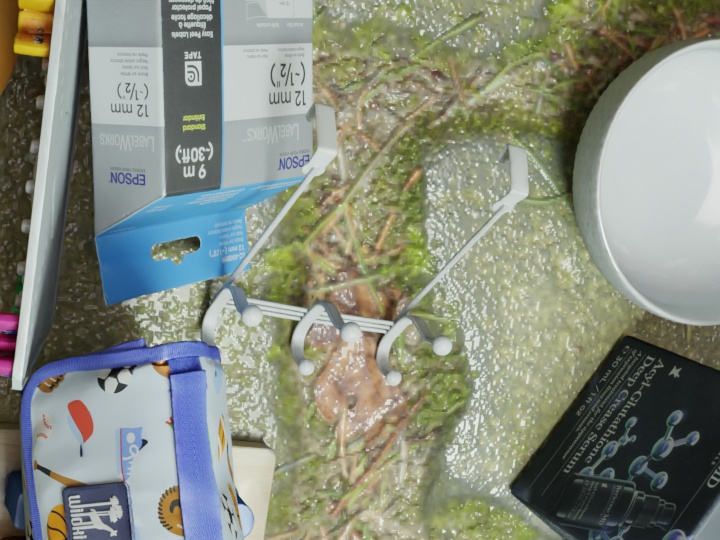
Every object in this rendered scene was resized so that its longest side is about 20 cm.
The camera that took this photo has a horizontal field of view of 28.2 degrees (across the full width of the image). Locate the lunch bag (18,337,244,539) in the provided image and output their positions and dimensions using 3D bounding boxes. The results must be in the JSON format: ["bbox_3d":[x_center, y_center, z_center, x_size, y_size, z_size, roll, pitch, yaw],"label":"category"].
[{"bbox_3d":[-0.121,0.130,0.777,0.122,0.200,0.173,-5,84,-25],"label":"lunch bag"}]

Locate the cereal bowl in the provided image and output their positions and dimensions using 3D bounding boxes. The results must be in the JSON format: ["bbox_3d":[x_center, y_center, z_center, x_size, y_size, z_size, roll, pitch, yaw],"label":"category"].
[{"bbox_3d":[0.233,-0.065,1.015,0.197,0.083,0.203,-4,100,-21],"label":"cereal bowl"}]

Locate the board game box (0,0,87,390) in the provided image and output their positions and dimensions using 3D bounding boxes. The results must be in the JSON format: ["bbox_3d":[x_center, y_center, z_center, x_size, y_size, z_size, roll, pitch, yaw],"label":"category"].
[{"bbox_3d":[-0.178,-0.054,0.792,0.025,0.200,0.203,7,97,-9],"label":"board game box"}]

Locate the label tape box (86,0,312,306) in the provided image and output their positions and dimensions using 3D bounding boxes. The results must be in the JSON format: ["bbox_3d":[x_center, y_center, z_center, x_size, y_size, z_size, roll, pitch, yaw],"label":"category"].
[{"bbox_3d":[-0.091,-0.087,0.856,0.143,0.065,0.203,-14,105,-54],"label":"label tape box"}]

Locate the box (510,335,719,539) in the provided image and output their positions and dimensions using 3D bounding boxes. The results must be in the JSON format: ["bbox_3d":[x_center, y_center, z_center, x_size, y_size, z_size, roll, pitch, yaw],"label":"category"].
[{"bbox_3d":[0.222,0.152,0.985,0.107,0.200,0.149,41,83,-23],"label":"box"}]

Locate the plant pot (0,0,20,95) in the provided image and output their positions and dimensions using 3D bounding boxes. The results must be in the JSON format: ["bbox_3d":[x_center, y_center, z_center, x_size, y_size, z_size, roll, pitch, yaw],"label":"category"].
[{"bbox_3d":[-0.282,-0.148,0.747,0.183,0.200,0.201,37,85,-39],"label":"plant pot"}]

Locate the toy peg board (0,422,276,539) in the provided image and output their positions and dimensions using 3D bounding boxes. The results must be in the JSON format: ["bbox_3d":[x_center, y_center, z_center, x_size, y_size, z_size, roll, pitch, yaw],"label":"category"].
[{"bbox_3d":[-0.149,0.212,0.901,0.197,0.098,0.202,7,97,-23],"label":"toy peg board"}]

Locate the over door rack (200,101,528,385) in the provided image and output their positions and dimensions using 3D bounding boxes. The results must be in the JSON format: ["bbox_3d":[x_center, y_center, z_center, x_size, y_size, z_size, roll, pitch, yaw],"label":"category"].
[{"bbox_3d":[0.000,0.000,0.889,0.146,0.067,0.201,9,134,-26],"label":"over door rack"}]
